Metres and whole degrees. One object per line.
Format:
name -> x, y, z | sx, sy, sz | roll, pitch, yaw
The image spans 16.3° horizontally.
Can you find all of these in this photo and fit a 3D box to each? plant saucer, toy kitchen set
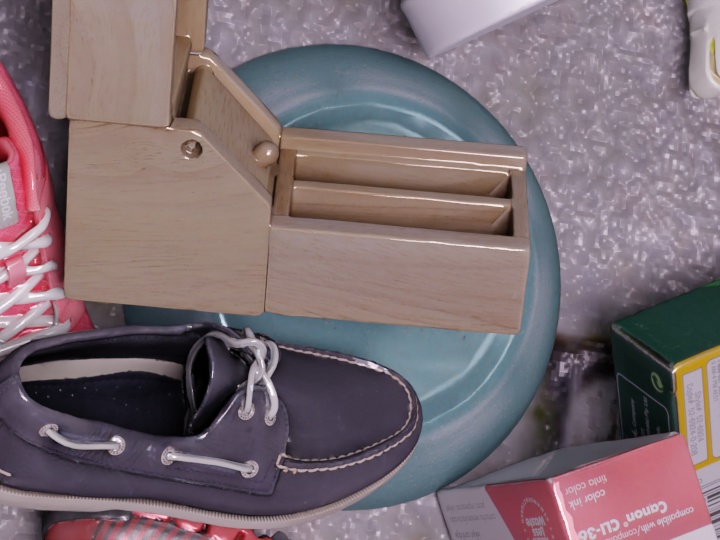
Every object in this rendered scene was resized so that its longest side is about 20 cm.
plant saucer -> 0.000, 0.000, 1.054 | 0.200, 0.036, 0.200 | 3, 82, -21
toy kitchen set -> -0.019, -0.107, 0.970 | 0.180, 0.163, 0.200 | 5, 119, -1

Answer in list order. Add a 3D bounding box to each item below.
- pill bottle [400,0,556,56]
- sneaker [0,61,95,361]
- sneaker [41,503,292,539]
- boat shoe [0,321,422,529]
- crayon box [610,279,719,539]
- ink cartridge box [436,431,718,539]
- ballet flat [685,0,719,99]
pill bottle -> 0.026, -0.197, 1.044 | 0.120, 0.120, 0.200 | -26, 92, -21
sneaker -> -0.148, -0.011, 0.973 | 0.074, 0.087, 0.200 | -22, 92, -21
sneaker -> -0.044, 0.158, 0.989 | 0.200, 0.071, 0.098 | 33, 53, -14
boat shoe -> -0.056, 0.054, 0.957 | 0.200, 0.063, 0.073 | 0, 59, -29
crayon box -> 0.207, 0.051, 1.088 | 0.200, 0.052, 0.126 | -20, 121, -21
ink cartridge box -> 0.109, 0.173, 1.028 | 0.067, 0.116, 0.200 | -18, 89, -22
ballet flat -> 0.185, -0.078, 1.118 | 0.067, 0.067, 0.200 | -31, 96, -19
